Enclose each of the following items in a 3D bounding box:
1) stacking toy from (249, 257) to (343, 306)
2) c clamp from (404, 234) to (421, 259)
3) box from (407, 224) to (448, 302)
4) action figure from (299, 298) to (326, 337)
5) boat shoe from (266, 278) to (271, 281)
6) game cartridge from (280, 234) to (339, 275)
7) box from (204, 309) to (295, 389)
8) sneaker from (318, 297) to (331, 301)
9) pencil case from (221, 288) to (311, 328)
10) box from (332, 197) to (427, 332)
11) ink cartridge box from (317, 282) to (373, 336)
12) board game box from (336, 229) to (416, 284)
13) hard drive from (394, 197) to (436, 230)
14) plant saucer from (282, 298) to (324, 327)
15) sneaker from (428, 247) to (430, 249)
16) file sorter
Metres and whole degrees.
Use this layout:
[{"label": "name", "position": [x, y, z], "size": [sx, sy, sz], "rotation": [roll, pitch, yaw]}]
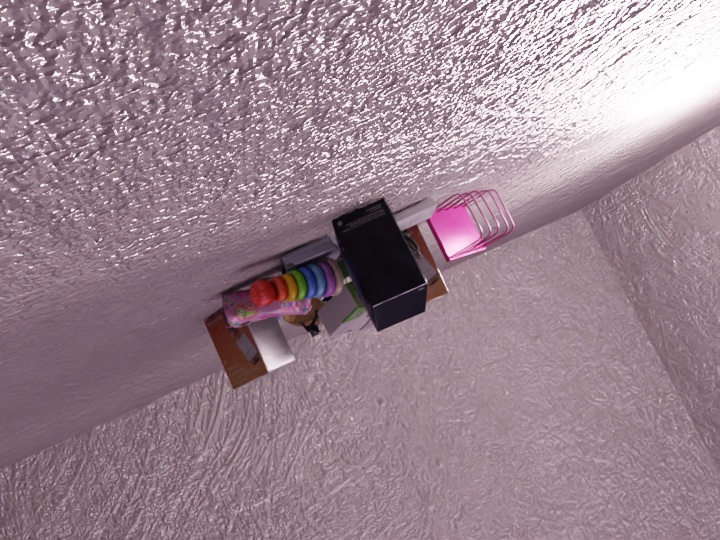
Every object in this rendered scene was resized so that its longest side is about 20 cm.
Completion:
[{"label": "stacking toy", "position": [-0.136, 0.031, 1.313], "size": [0.200, 0.085, 0.085], "rotation": [-14, 168, -34]}, {"label": "c clamp", "position": [0.063, -0.009, 1.461], "size": [0.200, 0.027, 0.171], "rotation": [-40, -141, -19]}, {"label": "box", "position": [0.119, 0.002, 1.648], "size": [0.152, 0.200, 0.106], "rotation": [-25, 174, 3]}, {"label": "action figure", "position": [-0.092, 0.101, 1.851], "size": [0.200, 0.102, 0.119], "rotation": [-42, 178, -7]}, {"label": "boat shoe", "position": [-0.191, 0.053, 1.568], "size": [0.074, 0.066, 0.199], "rotation": [-28, 172, 18]}, {"label": "game cartridge", "position": [-0.112, -0.025, 1.406], "size": [0.133, 0.041, 0.200], "rotation": [-20, 172, -11]}, {"label": "box", "position": [-0.289, 0.183, 1.639], "size": [0.152, 0.200, 0.106], "rotation": [-31, 172, 37]}, {"label": "sneaker", "position": [-0.104, 0.050, 1.756], "size": [0.075, 0.088, 0.200], "rotation": [-28, 174, 9]}, {"label": "pencil case", "position": [-0.213, 0.075, 1.431], "size": [0.200, 0.088, 0.087], "rotation": [-12, 172, -1]}, {"label": "box", "position": [0.040, -0.005, 1.280], "size": [0.123, 0.198, 0.200], "rotation": [-25, 160, -4]}, {"label": "ink cartridge box", "position": [0.005, 0.097, 1.746], "size": [0.200, 0.084, 0.146], "rotation": [-8, 149, -46]}, {"label": "board game box", "position": [0.031, -0.043, 1.541], "size": [0.200, 0.105, 0.023], "rotation": [-24, 133, -4]}, {"label": "hard drive", "position": [0.078, -0.107, 1.487], "size": [0.200, 0.027, 0.132], "rotation": [-25, 173, -3]}, {"label": "plant saucer", "position": [-0.146, 0.126, 1.993], "size": [0.200, 0.035, 0.200], "rotation": [-16, -158, 7]}, {"label": "sneaker", "position": [0.135, -0.034, 1.767], "size": [0.121, 0.084, 0.200], "rotation": [-36, -155, 34]}, {"label": "file sorter", "position": [0.284, -0.124, 1.612], "size": [0.125, 0.139, 0.200], "rotation": [-33, 170, 38]}]
